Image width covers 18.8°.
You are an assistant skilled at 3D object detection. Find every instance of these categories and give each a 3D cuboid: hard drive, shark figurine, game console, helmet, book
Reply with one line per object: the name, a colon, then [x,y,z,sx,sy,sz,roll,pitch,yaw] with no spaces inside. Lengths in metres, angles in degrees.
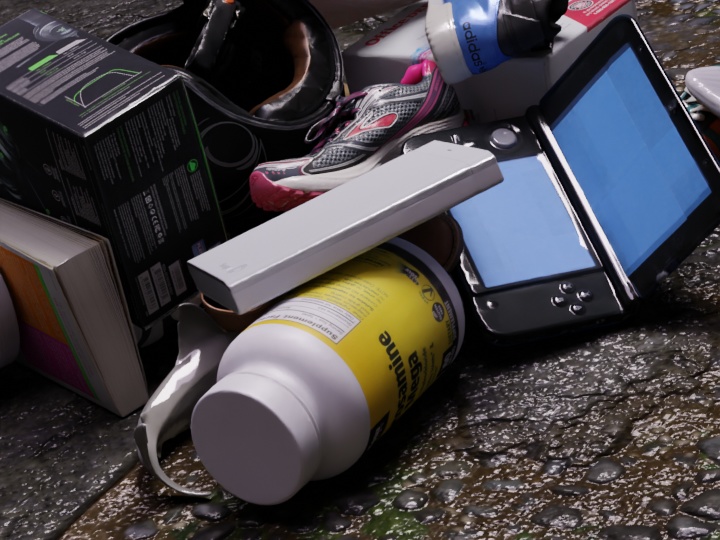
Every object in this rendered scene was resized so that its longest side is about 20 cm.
hard drive: [-0.013,-0.032,1.481,0.200,0.026,0.132,-26,13,-12]
shark figurine: [-0.116,0.072,1.496,0.128,0.090,0.214,4,27,35]
game console: [0.140,-0.068,1.538,0.170,0.119,0.200,-11,51,-16]
helmet: [-0.120,-0.133,1.734,0.200,0.200,0.191,-32,-8,-37]
book: [-0.238,0.023,1.603,0.048,0.134,0.200,-31,31,-28]

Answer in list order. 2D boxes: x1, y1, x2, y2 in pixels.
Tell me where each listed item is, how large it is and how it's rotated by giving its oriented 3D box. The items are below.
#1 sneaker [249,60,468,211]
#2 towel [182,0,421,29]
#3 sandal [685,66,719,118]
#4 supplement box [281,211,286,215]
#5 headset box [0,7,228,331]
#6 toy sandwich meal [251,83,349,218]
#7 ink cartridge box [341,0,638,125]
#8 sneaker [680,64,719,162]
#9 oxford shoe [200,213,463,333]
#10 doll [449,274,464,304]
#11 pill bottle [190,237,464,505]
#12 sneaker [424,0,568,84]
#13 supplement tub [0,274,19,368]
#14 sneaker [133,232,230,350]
sneaker: [-0.006,-0.097,1.645,0.200,0.075,0.081,-25,8,-37]
towel: [-0.058,-0.246,1.763,0.191,0.032,0.200,-14,-22,28]
sandal: [0.323,-0.086,1.646,0.079,0.059,0.207,-14,40,-33]
supplement box: [0.052,-0.038,1.684,0.199,0.061,0.109,3,30,31]
headset box: [-0.205,-0.079,1.598,0.093,0.174,0.200,-36,41,-28]
toy sandwich meal: [-0.084,-0.109,1.903,0.204,0.070,0.205,-8,23,3]
ink cartridge box: [0.113,-0.137,1.767,0.200,0.145,0.145,8,32,37]
sneaker: [0.272,-0.121,1.732,0.200,0.080,0.071,-26,32,-29]
oxford shoe: [-0.022,0.004,1.547,0.200,0.071,0.072,-21,62,19]
doll: [0.000,0.000,1.608,0.199,0.048,0.137,1,61,28]
pill bottle: [-0.022,0.067,1.429,0.112,0.113,0.200,4,30,32]
sneaker: [0.106,-0.222,1.676,0.111,0.077,0.200,-17,31,11]
supplement tub: [-0.365,0.054,1.582,0.200,0.145,0.145,-26,28,-29]
sneaker: [-0.172,-0.011,1.712,0.129,0.080,0.199,-21,26,-22]
